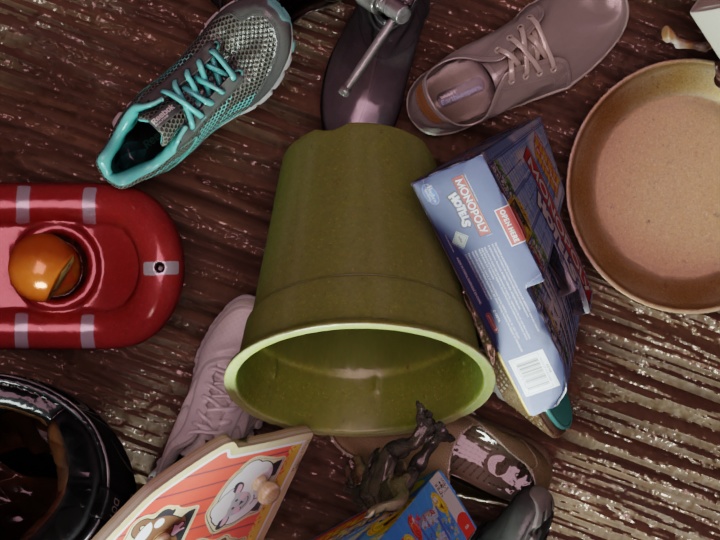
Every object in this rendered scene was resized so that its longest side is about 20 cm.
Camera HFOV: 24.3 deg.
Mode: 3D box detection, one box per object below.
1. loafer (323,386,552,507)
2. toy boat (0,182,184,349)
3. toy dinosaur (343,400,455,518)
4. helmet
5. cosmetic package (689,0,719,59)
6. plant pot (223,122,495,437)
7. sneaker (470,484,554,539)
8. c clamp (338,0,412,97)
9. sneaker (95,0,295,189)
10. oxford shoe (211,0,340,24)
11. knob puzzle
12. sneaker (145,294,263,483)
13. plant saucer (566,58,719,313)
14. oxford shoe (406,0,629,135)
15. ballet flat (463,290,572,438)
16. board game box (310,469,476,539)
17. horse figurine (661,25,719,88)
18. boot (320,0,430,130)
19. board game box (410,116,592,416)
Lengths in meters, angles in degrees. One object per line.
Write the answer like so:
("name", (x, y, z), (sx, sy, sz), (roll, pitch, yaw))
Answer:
("loafer", (0.061, 0.135, 1.325), (0.198, 0.067, 0.077), (16, 91, -2))
("toy boat", (-0.235, -0.002, 1.283), (0.197, 0.131, 0.132), (0, 92, -1))
("toy dinosaur", (0.029, 0.143, 1.222), (0.047, 0.200, 0.088), (40, 84, -1))
("helmet", (-0.268, 0.173, 1.257), (0.197, 0.191, 0.202), (4, 70, -10))
("cosmetic package", (0.347, -0.158, 1.274), (0.200, 0.071, 0.106), (49, 65, -25))
("plant pot", (0.000, 0.000, 1.258), (0.197, 0.201, 0.192), (1, 62, -1))
("sneaker", (0.080, 0.239, 1.303), (0.079, 0.075, 0.201), (36, 115, 14))
("c clamp", (-0.014, -0.247, 1.231), (0.171, 0.027, 0.200), (-48, 54, 5))
("sneaker", (-0.128, -0.127, 1.271), (0.078, 0.091, 0.200), (44, 115, -6))
("oxford shoe", (-0.020, -0.250, 1.301), (0.200, 0.073, 0.085), (-43, 62, 8))
("knob puzzle", (-0.130, 0.206, 1.237), (0.220, 0.220, 0.030), (-47, 61, 0))
("sneaker", (-0.113, 0.117, 1.315), (0.074, 0.081, 0.202), (21, 89, 0))
("plant saucer", (0.261, -0.067, 1.341), (0.198, 0.035, 0.203), (0, 90, -1))
("oxford shoe", (0.128, -0.168, 1.326), (0.199, 0.058, 0.076), (-28, 89, -2))
("ballet flat", (0.105, 0.045, 1.335), (0.065, 0.070, 0.202), (-22, 89, 26))
("board game box", (-0.033, 0.245, 1.229), (0.199, 0.196, 0.056), (-32, 92, 25))
("horse figurine", (0.307, -0.231, 1.322), (0.131, 0.050, 0.203), (11, 80, -23))
("boot", (0.016, -0.185, 1.284), (0.069, 0.132, 0.202), (14, 91, -2))
("board game box", (0.123, -0.028, 1.270), (0.061, 0.200, 0.201), (-21, 109, 21))
